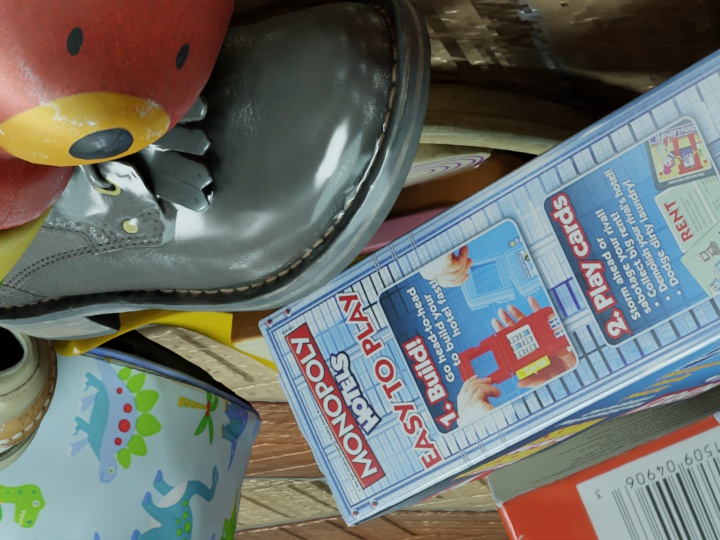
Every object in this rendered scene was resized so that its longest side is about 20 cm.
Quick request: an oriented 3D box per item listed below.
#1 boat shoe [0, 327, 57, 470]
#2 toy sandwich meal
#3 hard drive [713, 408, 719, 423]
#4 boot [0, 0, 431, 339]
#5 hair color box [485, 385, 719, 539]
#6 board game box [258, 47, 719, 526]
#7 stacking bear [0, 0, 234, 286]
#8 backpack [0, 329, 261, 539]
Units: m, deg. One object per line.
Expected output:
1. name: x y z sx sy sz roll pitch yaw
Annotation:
1. boat shoe: -0.184 0.005 0.791 0.200 0.075 0.068 12 160 -8
2. toy sandwich meal: 0.000 0.000 0.831 0.205 0.070 0.205 -2 168 0
3. hard drive: 0.201 0.008 0.775 0.135 0.042 0.200 -30 174 40
4. boot: -0.102 -0.036 0.668 0.174 0.069 0.200 20 149 -40
5. hair color box: 0.097 0.060 0.920 0.111 0.064 0.200 -23 -170 2
6. board game box: 0.086 -0.006 0.709 0.200 0.062 0.200 -27 171 22
7. stacking bear: -0.103 -0.030 0.547 0.121 0.114 0.200 12 142 -45
8. backpack: -0.141 0.080 0.930 0.200 0.147 0.183 6 172 19
